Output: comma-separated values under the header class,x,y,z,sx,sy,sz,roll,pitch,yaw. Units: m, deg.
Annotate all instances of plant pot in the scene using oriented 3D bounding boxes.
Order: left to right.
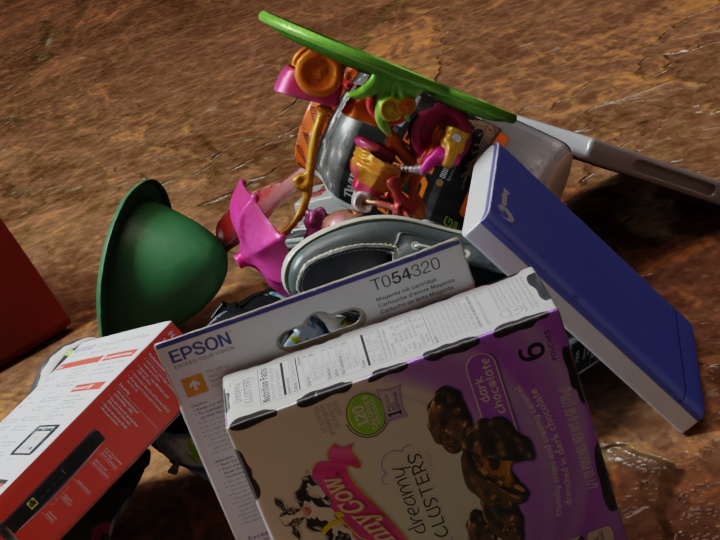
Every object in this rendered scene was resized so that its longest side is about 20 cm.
class,x,y,z,sx,sy,sz,roll,pitch,yaw
plant pot,-0.452,0.024,1.429,0.200,0.200,0.176,8,46,49

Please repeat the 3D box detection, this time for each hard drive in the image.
class,x,y,z,sx,sy,sz,roll,pitch,yaw
hard drive,0.153,0.008,0.960,0.025,0.200,0.132,-43,13,25

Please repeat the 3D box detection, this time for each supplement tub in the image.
class,x,y,z,sx,sy,sz,roll,pitch,yaw
supplement tub,0.057,-0.084,1.121,0.200,0.123,0.123,26,39,13

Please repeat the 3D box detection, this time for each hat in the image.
class,x,y,z,sx,sy,sz,roll,pitch,yaw
hat,-0.126,0.007,1.269,0.176,0.200,0.166,11,46,12

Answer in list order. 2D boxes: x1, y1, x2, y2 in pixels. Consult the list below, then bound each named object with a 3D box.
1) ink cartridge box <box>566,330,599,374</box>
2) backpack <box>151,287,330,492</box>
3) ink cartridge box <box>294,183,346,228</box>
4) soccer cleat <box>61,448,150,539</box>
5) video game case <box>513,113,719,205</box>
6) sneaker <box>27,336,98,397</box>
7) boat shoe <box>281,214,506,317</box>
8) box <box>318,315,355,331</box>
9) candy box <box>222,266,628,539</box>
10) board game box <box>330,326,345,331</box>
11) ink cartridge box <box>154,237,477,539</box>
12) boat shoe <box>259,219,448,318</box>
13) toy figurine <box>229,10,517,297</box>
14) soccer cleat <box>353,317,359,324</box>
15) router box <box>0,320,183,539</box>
class,x,y,z,sx,sy,sz,roll,pitch,yaw
ink cartridge box,0.112,0.050,1.014,0.099,0.039,0.200,19,30,34
backpack,-0.070,0.092,1.007,0.163,0.154,0.200,-42,-1,-14
ink cartridge box,0.050,-0.052,1.260,0.199,0.083,0.147,-14,8,6
soccer cleat,-0.220,0.193,1.021,0.086,0.070,0.200,-35,15,37
video game case,0.214,-0.099,1.228,0.182,0.022,0.200,14,8,-28
sneaker,-0.237,0.131,1.169,0.083,0.072,0.200,-2,35,20
boat shoe,0.047,0.007,0.973,0.199,0.073,0.062,2,21,-14
box,0.051,0.017,1.173,0.199,0.039,0.041,-8,34,6
candy box,0.038,0.115,0.837,0.200,0.168,0.072,-20,22,0
board game box,-0.046,0.063,1.208,0.200,0.030,0.095,-37,27,-30
ink cartridge box,-0.003,0.091,0.884,0.196,0.200,0.043,-19,23,1
boat shoe,-0.001,-0.003,1.088,0.199,0.074,0.068,14,27,42
toy figurine,-0.011,-0.065,1.021,0.200,0.185,0.150,20,9,-10
soccer cleat,0.034,0.078,1.075,0.073,0.068,0.200,-2,20,-8
router box,-0.207,0.119,0.960,0.180,0.049,0.200,-47,15,-24
